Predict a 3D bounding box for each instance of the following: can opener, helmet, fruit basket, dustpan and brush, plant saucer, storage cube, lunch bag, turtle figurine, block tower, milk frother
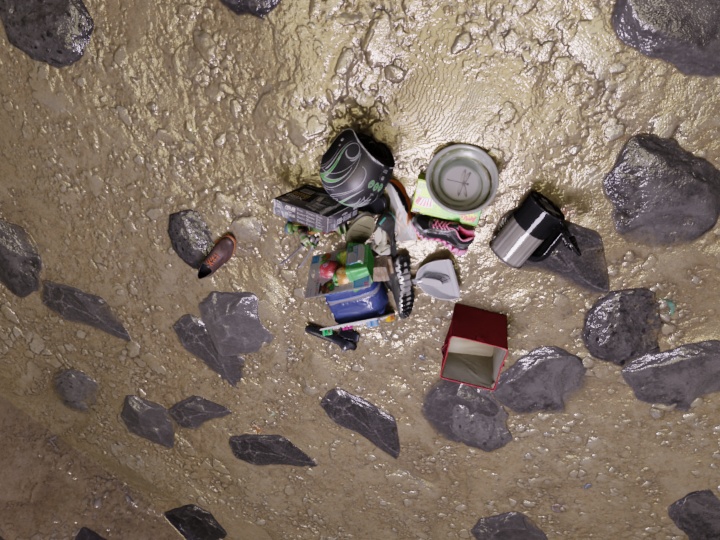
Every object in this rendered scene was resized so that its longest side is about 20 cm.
[{"bbox_3d":[-0.102,0.236,1.833,0.197,0.080,0.064,15,161,9],"label":"can opener"},{"bbox_3d":[-0.017,-0.272,1.428,0.199,0.201,0.191,40,119,-11],"label":"helmet"},{"bbox_3d":[-0.062,-0.007,1.498,0.197,0.187,0.095,-7,132,11],"label":"fruit basket"},{"bbox_3d":[0.204,0.031,1.624,0.198,0.057,0.141,6,124,46],"label":"dustpan and brush"},{"bbox_3d":[0.275,-0.242,1.417,0.197,0.050,0.203,-1,77,3],"label":"plant saucer"},{"bbox_3d":[0.356,0.237,1.638,0.197,0.180,0.173,13,122,7],"label":"storage cube"},{"bbox_3d":[-0.022,0.073,1.663,0.197,0.136,0.134,-13,113,19],"label":"lunch bag"},{"bbox_3d":[-0.137,-0.091,1.598,0.191,0.203,0.144,-10,151,15],"label":"turtle figurine"},{"bbox_3d":[0.000,0.000,1.588,0.197,0.058,0.055,-5,126,15],"label":"block tower"},{"bbox_3d":[0.481,-0.074,1.416,0.179,0.201,0.189,29,123,-8],"label":"milk frother"}]

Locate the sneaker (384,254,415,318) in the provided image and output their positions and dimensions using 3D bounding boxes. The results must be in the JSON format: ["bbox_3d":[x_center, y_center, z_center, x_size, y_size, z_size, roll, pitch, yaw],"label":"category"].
[{"bbox_3d":[0.119,0.049,1.637,0.090,0.066,0.203,2,100,47],"label":"sneaker"}]

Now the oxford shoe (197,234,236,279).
[{"bbox_3d":[-0.486,-0.039,1.753,0.071,0.073,0.200,38,121,-9],"label":"oxford shoe"}]

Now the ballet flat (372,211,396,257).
[{"bbox_3d":[0.066,-0.092,1.545,0.068,0.068,0.201,33,154,27],"label":"ballet flat"}]

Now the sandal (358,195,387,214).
[{"bbox_3d":[-0.018,-0.201,1.538,0.198,0.043,0.077,5,120,31],"label":"sandal"}]

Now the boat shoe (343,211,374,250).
[{"bbox_3d":[-0.010,-0.113,1.567,0.074,0.069,0.201,14,139,-14],"label":"boat shoe"}]

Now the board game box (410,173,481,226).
[{"bbox_3d":[0.252,-0.202,1.487,0.197,0.048,0.103,14,122,7],"label":"board game box"}]

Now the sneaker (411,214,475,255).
[{"bbox_3d":[0.244,-0.120,1.501,0.198,0.080,0.095,23,150,-12],"label":"sneaker"}]

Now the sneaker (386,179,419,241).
[{"bbox_3d":[0.105,-0.168,1.532,0.091,0.076,0.202,-14,114,26],"label":"sneaker"}]

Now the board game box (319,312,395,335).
[{"bbox_3d":[-0.004,0.175,1.689,0.197,0.200,0.026,-13,86,21],"label":"board game box"}]

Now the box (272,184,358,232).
[{"bbox_3d":[-0.128,-0.181,1.495,0.198,0.157,0.050,21,123,27],"label":"box"}]
